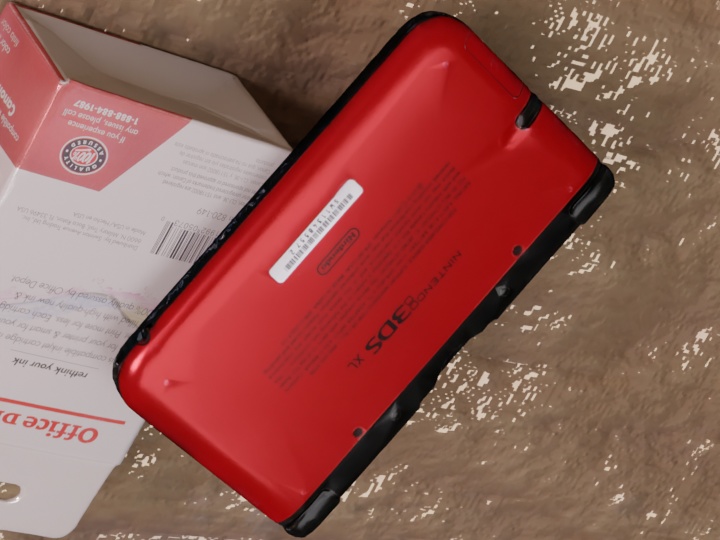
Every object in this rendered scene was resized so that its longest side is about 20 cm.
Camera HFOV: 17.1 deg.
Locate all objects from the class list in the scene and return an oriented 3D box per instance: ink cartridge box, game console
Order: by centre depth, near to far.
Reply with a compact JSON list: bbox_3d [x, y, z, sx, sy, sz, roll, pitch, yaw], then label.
[{"bbox_3d":[-0.128,0.006,0.960,0.116,0.068,0.201,16,114,-39],"label":"ink cartridge box"},{"bbox_3d":[0.000,0.000,1.011,0.200,0.119,0.172,-49,121,0],"label":"game console"}]
